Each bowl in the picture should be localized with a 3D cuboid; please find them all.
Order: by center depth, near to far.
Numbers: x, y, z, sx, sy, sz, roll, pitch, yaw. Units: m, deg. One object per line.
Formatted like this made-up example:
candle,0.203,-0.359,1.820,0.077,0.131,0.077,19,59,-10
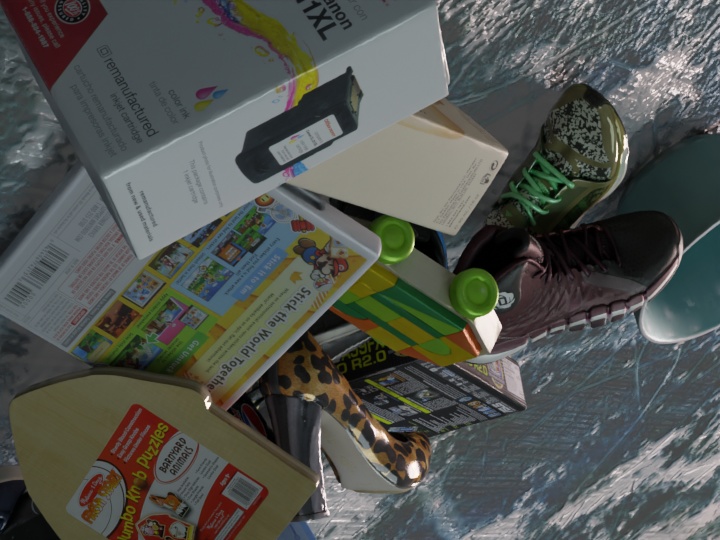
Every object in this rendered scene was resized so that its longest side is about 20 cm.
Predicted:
bowl,0.295,-0.041,1.456,0.200,0.105,0.201,-25,151,-15

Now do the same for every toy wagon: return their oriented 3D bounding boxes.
toy wagon,0.000,0.000,1.160,0.040,0.199,0.155,-63,-165,-20

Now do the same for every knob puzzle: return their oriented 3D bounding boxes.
knob puzzle,-0.148,0.135,1.150,0.220,0.219,0.031,-57,-177,37

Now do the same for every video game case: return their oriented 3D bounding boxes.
video game case,-0.116,-0.001,1.064,0.181,0.023,0.200,32,124,-20

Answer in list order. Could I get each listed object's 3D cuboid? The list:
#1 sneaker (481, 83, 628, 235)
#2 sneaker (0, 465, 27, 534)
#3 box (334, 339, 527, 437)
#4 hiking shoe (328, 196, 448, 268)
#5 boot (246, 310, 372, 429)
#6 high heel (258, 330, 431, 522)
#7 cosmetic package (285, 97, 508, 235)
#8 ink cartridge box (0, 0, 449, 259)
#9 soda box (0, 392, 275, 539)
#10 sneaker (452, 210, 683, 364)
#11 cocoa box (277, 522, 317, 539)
sneaker,0.137,-0.053,1.285,0.088,0.077,0.201,-35,158,-42
sneaker,-0.243,0.201,1.300,0.199,0.085,0.075,-5,140,-41
box,0.029,0.095,1.397,0.159,0.045,0.200,-18,156,22
hiking shoe,0.029,-0.006,1.259,0.074,0.087,0.200,-33,151,1
boot,-0.063,0.107,1.291,0.202,0.074,0.155,-22,120,-7
high heel,-0.002,0.095,1.247,0.071,0.144,0.199,-5,-177,31
cosmetic package,-0.005,-0.093,1.069,0.199,0.105,0.071,14,114,-55
ink cartridge box,-0.072,-0.123,0.920,0.199,0.146,0.083,-29,149,-9
soda box,-0.158,0.158,1.218,0.199,0.071,0.063,-30,-163,14
sneaker,0.148,-0.006,1.247,0.199,0.076,0.116,-27,148,-5
cocoa box,-0.148,0.263,1.437,0.199,0.134,0.132,-17,146,-28
